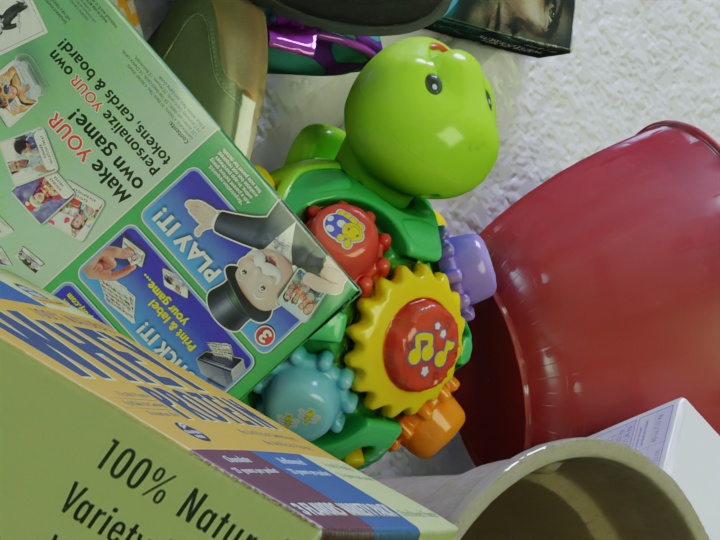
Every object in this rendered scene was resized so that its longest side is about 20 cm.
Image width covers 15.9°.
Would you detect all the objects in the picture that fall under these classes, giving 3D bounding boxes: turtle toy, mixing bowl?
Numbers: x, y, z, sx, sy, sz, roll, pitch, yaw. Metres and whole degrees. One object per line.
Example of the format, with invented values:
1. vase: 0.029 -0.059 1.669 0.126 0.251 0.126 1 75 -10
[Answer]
1. turtle toy: 0.000 0.000 1.075 0.146 0.101 0.201 10 93 -44
2. mixing bowl: 0.103 0.040 1.140 0.108 0.200 0.201 -11 94 -18

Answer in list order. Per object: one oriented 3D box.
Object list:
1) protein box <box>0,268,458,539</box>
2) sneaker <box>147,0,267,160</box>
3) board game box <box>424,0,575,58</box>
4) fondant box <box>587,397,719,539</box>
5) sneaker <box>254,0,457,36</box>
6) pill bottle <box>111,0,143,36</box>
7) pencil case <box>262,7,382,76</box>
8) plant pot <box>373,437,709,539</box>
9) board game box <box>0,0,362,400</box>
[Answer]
1. protein box: -0.113 0.123 0.824 0.200 0.198 0.135 -63 160 4
2. sneaker: -0.106 -0.023 1.015 0.090 0.067 0.201 15 97 -34
3. board game box: 0.049 -0.209 1.196 0.135 0.028 0.201 10 81 -37
4. fondant box: 0.096 0.150 1.095 0.144 0.200 0.058 46 38 -23
5. sneaker: -0.044 -0.161 0.996 0.200 0.082 0.073 32 72 -3
6. pill bottle: -0.162 -0.160 0.970 0.112 0.112 0.201 -26 104 -37
7. pencil case: -0.025 -0.182 1.092 0.085 0.092 0.201 5 84 -12
8. plant pot: 0.010 0.155 0.982 0.200 0.183 0.201 -4 96 -46
9. board game box: -0.113 -0.022 0.928 0.135 0.029 0.200 -42 106 -4
